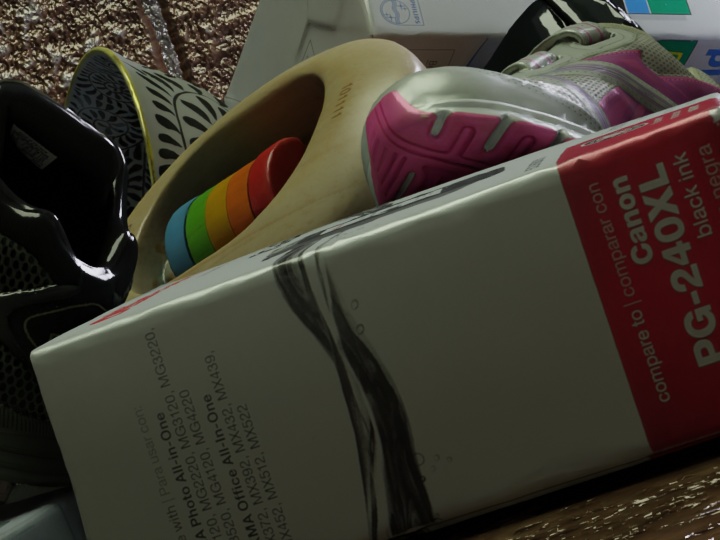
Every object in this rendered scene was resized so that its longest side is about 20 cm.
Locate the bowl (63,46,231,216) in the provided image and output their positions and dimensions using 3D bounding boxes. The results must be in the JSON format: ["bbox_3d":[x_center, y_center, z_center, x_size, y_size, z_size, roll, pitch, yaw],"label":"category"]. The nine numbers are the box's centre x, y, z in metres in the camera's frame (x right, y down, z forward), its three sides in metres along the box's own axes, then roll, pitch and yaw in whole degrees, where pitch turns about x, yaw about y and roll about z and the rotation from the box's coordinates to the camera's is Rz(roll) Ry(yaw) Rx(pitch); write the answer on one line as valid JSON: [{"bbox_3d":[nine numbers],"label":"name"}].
[{"bbox_3d":[-0.082,-0.008,1.042,0.093,0.203,0.201,-3,-3,-21],"label":"bowl"}]

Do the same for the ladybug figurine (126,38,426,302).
[{"bbox_3d":[-0.031,-0.010,0.819,0.199,0.072,0.136,-28,35,44],"label":"ladybug figurine"}]

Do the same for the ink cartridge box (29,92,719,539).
[{"bbox_3d":[0.022,0.021,0.617,0.199,0.084,0.145,-19,3,11],"label":"ink cartridge box"}]

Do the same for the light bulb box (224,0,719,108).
[{"bbox_3d":[0.056,-0.102,1.078,0.198,0.126,0.199,-2,-33,-21],"label":"light bulb box"}]

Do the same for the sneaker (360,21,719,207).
[{"bbox_3d":[0.072,-0.042,0.753,0.199,0.089,0.081,12,-43,-45],"label":"sneaker"}]

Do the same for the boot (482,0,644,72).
[{"bbox_3d":[0.085,-0.018,0.906,0.168,0.200,0.076,-48,-43,12],"label":"boot"}]

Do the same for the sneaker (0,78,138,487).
[{"bbox_3d":[-0.138,-0.017,0.720,0.076,0.115,0.199,16,9,-41],"label":"sneaker"}]

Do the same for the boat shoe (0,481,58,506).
[{"bbox_3d":[-0.118,0.069,0.840,0.071,0.067,0.201,-21,3,-18],"label":"boat shoe"}]

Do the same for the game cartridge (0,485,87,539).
[{"bbox_3d":[-0.159,0.113,0.628,0.132,0.041,0.200,-14,5,25],"label":"game cartridge"}]
